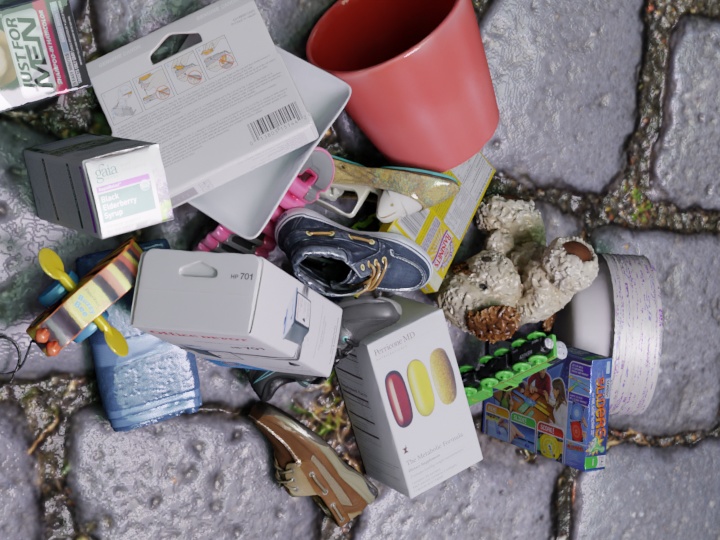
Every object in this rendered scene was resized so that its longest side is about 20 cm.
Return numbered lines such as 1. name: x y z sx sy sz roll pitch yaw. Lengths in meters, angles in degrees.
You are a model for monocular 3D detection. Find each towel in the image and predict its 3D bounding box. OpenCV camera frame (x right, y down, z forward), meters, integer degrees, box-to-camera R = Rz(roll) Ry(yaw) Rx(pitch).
1. towel: -0.241 0.069 1.582 0.111 0.049 0.201 -13 103 -18

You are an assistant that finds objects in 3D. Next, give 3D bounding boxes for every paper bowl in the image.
1. paper bowl: 0.303 0.078 1.815 0.104 0.201 0.202 4 97 -5

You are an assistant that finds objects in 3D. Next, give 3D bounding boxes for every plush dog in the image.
1. plush dog: 0.168 0.020 1.748 0.171 0.200 0.161 -16 127 -24

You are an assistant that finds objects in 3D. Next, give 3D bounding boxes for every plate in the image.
1. plate: -0.137 -0.154 1.556 0.200 0.199 0.032 -57 162 -10

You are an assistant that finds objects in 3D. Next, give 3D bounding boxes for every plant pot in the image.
1. plant pot: 0.060 -0.217 1.637 0.200 0.200 0.178 -42 127 -17

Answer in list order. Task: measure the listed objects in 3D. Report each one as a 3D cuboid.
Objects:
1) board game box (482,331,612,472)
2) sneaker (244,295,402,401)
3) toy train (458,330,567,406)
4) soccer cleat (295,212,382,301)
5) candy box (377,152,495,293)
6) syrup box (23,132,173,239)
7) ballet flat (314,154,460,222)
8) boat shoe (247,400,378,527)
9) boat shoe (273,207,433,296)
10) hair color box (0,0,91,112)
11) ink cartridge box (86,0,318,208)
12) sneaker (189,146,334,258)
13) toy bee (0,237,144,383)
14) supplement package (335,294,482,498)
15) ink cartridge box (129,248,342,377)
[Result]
1. board game box: 0.225 0.155 1.776 0.034 0.200 0.136 -3 100 -33
2. sneaker: -0.041 0.086 1.635 0.075 0.199 0.080 32 41 -63
3. toy train: 0.173 0.122 1.756 0.056 0.200 0.042 16 60 -32
4. soccer cleat: -0.004 -0.006 1.711 0.200 0.065 0.084 -35 152 -29
5. candy box: 0.091 -0.081 1.721 0.102 0.026 0.201 49 52 -29
6. syrup box: -0.265 -0.087 1.457 0.078 0.200 0.082 -18 107 -27
7. ballet flat: 0.011 -0.088 1.640 0.199 0.071 0.071 12 93 11
8. boat shoe: -0.062 0.233 1.702 0.200 0.076 0.074 44 80 -27
9. boat shoe: 0.000 0.000 1.595 0.199 0.091 0.071 17 118 -26
10. hair color box: -0.381 -0.206 1.452 0.199 0.061 0.100 -21 108 -25
11. ink cartridge box: -0.168 -0.177 1.527 0.199 0.045 0.177 -25 72 1
12. sneaker: -0.117 -0.080 1.618 0.200 0.096 0.079 -42 134 10
13. toy bee: -0.293 0.053 1.484 0.130 0.109 0.201 30 95 -14
14. supplement package: 0.051 0.147 1.729 0.113 0.109 0.201 -25 110 -24
15. ink cartridge box: -0.127 0.047 1.528 0.200 0.146 0.086 32 64 -63
